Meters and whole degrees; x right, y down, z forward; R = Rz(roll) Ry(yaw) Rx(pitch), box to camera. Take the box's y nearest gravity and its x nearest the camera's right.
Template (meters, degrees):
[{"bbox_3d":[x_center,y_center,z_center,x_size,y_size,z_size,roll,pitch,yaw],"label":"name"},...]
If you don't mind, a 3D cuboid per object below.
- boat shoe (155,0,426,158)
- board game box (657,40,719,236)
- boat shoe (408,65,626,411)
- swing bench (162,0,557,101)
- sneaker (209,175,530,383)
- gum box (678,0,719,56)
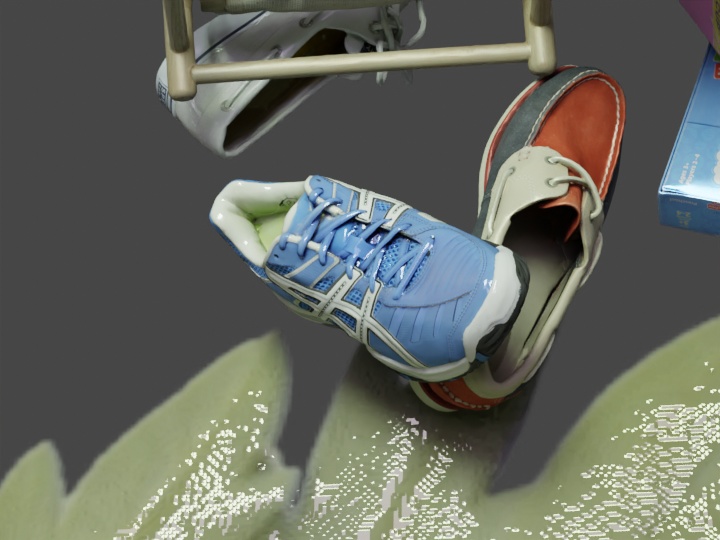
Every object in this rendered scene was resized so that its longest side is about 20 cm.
[{"bbox_3d":[-0.006,-0.126,1.361,0.202,0.075,0.086,-35,59,-10],"label":"boat shoe"},{"bbox_3d":[0.267,-0.072,1.304,0.200,0.037,0.151,13,61,16],"label":"board game box"},{"bbox_3d":[0.087,-0.019,1.271,0.071,0.063,0.200,35,67,-16],"label":"boat shoe"},{"bbox_3d":[-0.006,-0.206,1.292,0.199,0.130,0.200,-4,64,-1],"label":"swing bench"},{"bbox_3d":[0.000,0.000,1.232,0.200,0.077,0.076,12,73,51],"label":"sneaker"},{"bbox_3d":[0.264,-0.171,1.310,0.200,0.066,0.114,-21,51,-11],"label":"gum box"}]
